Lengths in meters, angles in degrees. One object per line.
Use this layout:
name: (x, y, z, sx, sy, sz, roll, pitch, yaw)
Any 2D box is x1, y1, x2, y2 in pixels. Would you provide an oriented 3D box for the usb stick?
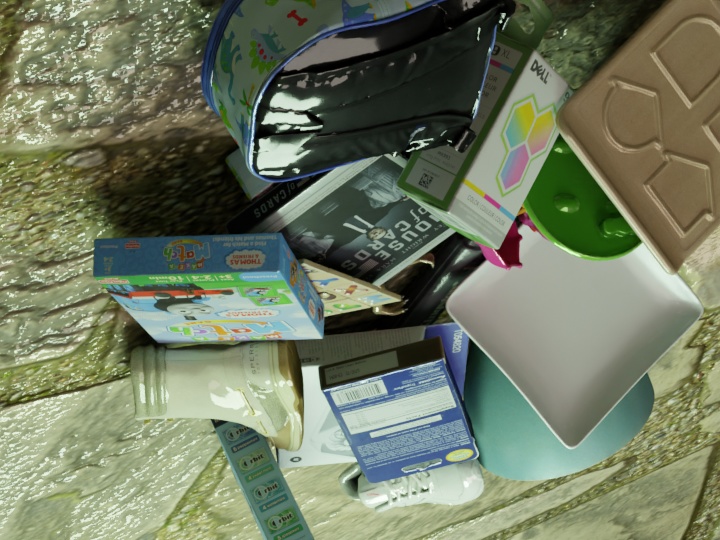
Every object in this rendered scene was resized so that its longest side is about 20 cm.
usb stick: (0.064, 0.030, 1.811, 0.055, 0.033, 0.200, 2, 137, -41)

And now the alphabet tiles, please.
alphabet tiles: (-0.090, 0.015, 1.586, 0.166, 0.008, 0.199, -12, 159, 37)

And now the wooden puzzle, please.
wooden puzzle: (0.269, -0.128, 1.560, 0.200, 0.046, 0.185, -47, 115, -12)

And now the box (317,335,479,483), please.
box: (0.040, 0.139, 1.801, 0.120, 0.033, 0.201, -15, 143, 5)

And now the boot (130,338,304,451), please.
boot: (-0.129, 0.115, 1.694, 0.153, 0.073, 0.200, -4, 155, 1)

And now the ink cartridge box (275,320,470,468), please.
ink cartridge box: (0.011, 0.126, 1.840, 0.198, 0.041, 0.200, -7, 146, -4)

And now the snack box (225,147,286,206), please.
snack box: (0.006, -0.109, 1.536, 0.199, 0.053, 0.142, -36, 151, 9)

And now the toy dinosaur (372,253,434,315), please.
toy dinosaur: (0.000, 0.000, 1.709, 0.101, 0.058, 0.200, 23, 117, -36)

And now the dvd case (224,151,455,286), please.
dvd case: (-0.001, -0.044, 1.548, 0.150, 0.025, 0.200, -35, 150, 17)

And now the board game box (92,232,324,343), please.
board game box: (-0.119, 0.017, 1.521, 0.150, 0.037, 0.200, -2, 163, 9)

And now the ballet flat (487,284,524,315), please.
ballet flat: (0.173, -0.002, 1.845, 0.199, 0.075, 0.064, -18, 117, -28)

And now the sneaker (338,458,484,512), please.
sneaker: (0.050, 0.224, 1.949, 0.099, 0.078, 0.199, -23, -176, -34)

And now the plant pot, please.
plant pot: (0.186, 0.099, 1.897, 0.199, 0.200, 0.135, -27, 117, -6)

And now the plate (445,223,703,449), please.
plate: (0.205, 0.034, 1.796, 0.200, 0.200, 0.032, -44, -166, -9)

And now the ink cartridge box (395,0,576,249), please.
ink cartridge box: (0.116, -0.129, 1.499, 0.201, 0.059, 0.104, -62, 149, -2)

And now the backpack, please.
backpack: (-0.016, -0.163, 1.344, 0.199, 0.147, 0.184, -20, 149, -24)

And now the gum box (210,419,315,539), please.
gum box: (-0.082, 0.239, 1.822, 0.044, 0.201, 0.170, -26, 149, -7)

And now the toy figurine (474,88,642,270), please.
toy figurine: (0.180, -0.062, 1.663, 0.198, 0.152, 0.184, 2, 167, -26)
